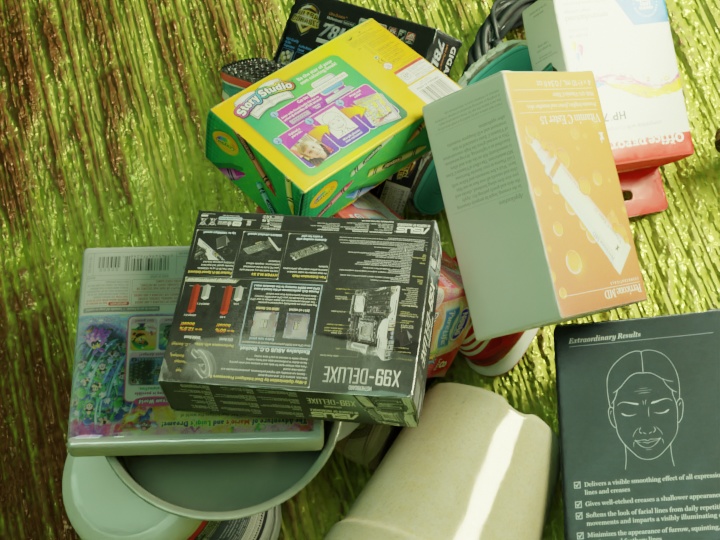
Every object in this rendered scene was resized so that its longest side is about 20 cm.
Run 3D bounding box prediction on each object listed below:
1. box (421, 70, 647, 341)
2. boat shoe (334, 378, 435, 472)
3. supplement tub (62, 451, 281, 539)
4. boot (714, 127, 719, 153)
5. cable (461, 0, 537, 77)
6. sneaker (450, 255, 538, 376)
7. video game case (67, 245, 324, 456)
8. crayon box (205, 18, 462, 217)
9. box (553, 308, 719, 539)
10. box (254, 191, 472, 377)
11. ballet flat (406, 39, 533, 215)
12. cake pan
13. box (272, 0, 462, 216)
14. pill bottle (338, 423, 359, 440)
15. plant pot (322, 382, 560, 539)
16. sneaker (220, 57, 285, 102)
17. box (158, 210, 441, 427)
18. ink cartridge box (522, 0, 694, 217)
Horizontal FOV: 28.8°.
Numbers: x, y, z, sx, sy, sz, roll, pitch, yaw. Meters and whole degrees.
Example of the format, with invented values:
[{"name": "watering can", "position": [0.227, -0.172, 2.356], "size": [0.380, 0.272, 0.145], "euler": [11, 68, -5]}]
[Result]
[{"name": "box", "position": [0.145, -0.056, 1.167], "size": [0.097, 0.123, 0.203], "euler": [-17, 84, 45]}, {"name": "boat shoe", "position": [0.036, 0.082, 1.281], "size": [0.064, 0.071, 0.202], "euler": [23, 79, 24]}, {"name": "supplement tub", "position": [-0.159, 0.198, 1.227], "size": [0.138, 0.200, 0.142], "euler": [-6, 67, 15]}, {"name": "boot", "position": [0.411, -0.194, 1.273], "size": [0.172, 0.066, 0.203], "euler": [4, 71, 7]}, {"name": "cable", "position": [0.177, -0.182, 1.359], "size": [0.162, 0.051, 0.201], "euler": [-33, 65, 9]}, {"name": "sneaker", "position": [0.145, -0.009, 1.253], "size": [0.078, 0.116, 0.202], "euler": [22, 78, 30]}, {"name": "video game case", "position": [-0.130, 0.061, 1.123], "size": [0.197, 0.024, 0.184], "euler": [-1, 57, -3]}, {"name": "crayon box", "position": [-0.021, -0.126, 1.199], "size": [0.199, 0.059, 0.119], "euler": [-34, 63, -31]}, {"name": "box", "position": [0.245, 0.148, 1.164], "size": [0.146, 0.107, 0.203], "euler": [-6, 68, 16]}, {"name": "box", "position": [0.000, 0.000, 1.218], "size": [0.200, 0.102, 0.095], "euler": [40, 112, 32]}, {"name": "ballet flat", "position": [0.096, -0.145, 1.326], "size": [0.072, 0.071, 0.201], "euler": [47, 111, 28]}, {"name": "cake pan", "position": [-0.112, 0.114, 1.125], "size": [0.197, 0.037, 0.203], "euler": [0, 56, -1]}, {"name": "box", "position": [-0.017, -0.153, 1.351], "size": [0.199, 0.049, 0.201], "euler": [24, 95, 40]}, {"name": "pill bottle", "position": [-0.072, 0.065, 1.276], "size": [0.112, 0.113, 0.200], "euler": [-42, 46, -1]}, {"name": "plant pot", "position": [0.079, 0.206, 1.166], "size": [0.198, 0.201, 0.185], "euler": [17, 63, 24]}, {"name": "sneaker", "position": [-0.056, -0.126, 1.316], "size": [0.198, 0.095, 0.070], "euler": [29, 36, 31]}, {"name": "box", "position": [-0.043, 0.034, 1.082], "size": [0.197, 0.050, 0.160], "euler": [2, 57, 10]}, {"name": "ink cartridge box", "position": [0.225, -0.149, 1.254], "size": [0.115, 0.067, 0.203], "euler": [-10, 87, -19]}]
